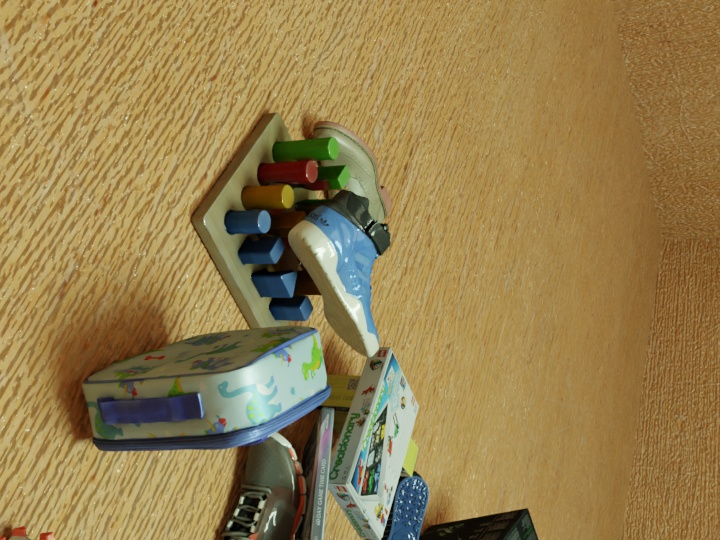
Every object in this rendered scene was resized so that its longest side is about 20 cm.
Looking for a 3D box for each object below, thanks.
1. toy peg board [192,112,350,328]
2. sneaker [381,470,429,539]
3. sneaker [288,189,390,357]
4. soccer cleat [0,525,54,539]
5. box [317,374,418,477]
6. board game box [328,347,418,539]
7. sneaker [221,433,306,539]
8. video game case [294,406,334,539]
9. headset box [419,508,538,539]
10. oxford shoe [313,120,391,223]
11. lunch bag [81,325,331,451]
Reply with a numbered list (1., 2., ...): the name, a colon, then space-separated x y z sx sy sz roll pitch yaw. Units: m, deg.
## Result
1. toy peg board: -0.073 -0.049 1.034 0.200 0.097 0.201 -63 141 -40
2. sneaker: 0.049 0.391 1.289 0.078 0.069 0.203 152 -41 -83
3. sneaker: 0.001 0.000 1.023 0.111 0.076 0.201 -42 125 -23
4. soccer cleat: -0.298 0.253 0.650 0.199 0.068 0.079 -3 95 -64
5. box: 0.012 0.216 1.215 0.201 0.074 0.051 57 41 -43
6. board game box: 0.019 0.215 1.111 0.127 0.034 0.202 64 34 -40
7. sneaker: -0.113 0.282 0.985 0.081 0.076 0.203 2 87 -55
8. video game case: -0.058 0.280 1.023 0.143 0.019 0.202 112 -14 -57
9. headset box: 0.159 0.458 1.368 0.174 0.198 0.094 -17 88 -61
10. oxford shoe: -0.014 -0.113 1.176 0.201 0.070 0.075 55 49 -45
11. lunch bag: -0.141 0.109 0.801 0.160 0.197 0.084 -20 100 -61
